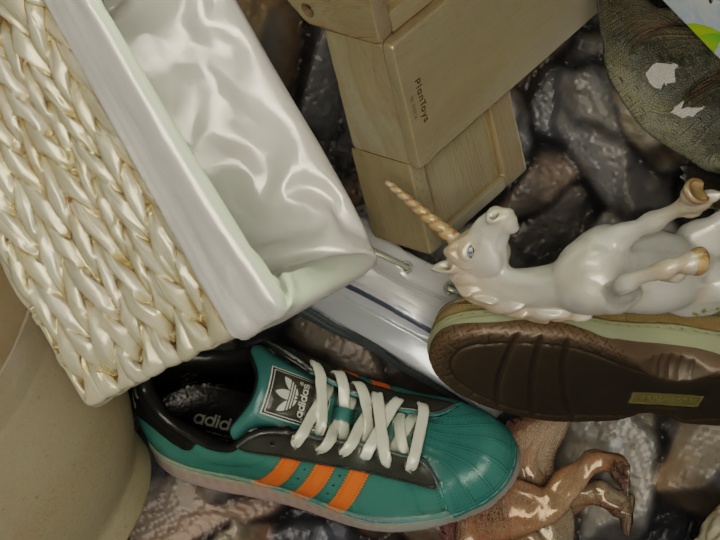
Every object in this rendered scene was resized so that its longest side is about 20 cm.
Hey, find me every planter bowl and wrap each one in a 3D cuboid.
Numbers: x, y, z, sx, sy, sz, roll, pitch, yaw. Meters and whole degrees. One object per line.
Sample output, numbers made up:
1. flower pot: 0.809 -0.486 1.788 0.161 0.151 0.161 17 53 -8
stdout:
1. planter bowl: -0.190 0.092 1.485 0.200 0.200 0.135 -43 121 6

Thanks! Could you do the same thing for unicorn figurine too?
1. unicorn figurine: 0.131 -0.007 1.421 0.199 0.137 0.074 16 63 -33

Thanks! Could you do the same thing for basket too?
1. basket: -0.106 -0.049 1.410 0.123 0.136 0.200 -31 89 25

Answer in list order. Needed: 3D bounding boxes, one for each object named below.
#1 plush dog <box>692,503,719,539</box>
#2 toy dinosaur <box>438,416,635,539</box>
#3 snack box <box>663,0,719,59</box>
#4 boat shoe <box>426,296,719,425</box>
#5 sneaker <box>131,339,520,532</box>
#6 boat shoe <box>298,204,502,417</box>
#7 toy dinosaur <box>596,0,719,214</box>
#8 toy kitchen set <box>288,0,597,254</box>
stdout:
1. plush dog: 0.228 0.187 1.487 0.200 0.160 0.172 -34 88 6
2. toy dinosaur: 0.069 0.144 1.525 0.135 0.086 0.201 5 91 8
3. snack box: 0.176 -0.193 1.378 0.200 0.169 0.068 44 61 -3
4. boat shoe: 0.126 0.031 1.504 0.199 0.076 0.072 9 141 -20
5. sneaker: -0.022 0.080 1.492 0.199 0.080 0.072 5 65 16
6. boat shoe: 0.000 0.000 1.522 0.200 0.074 0.067 32 82 -11
7. toy dinosaur: 0.168 -0.095 1.477 0.200 0.077 0.102 48 68 -23
8. toy kitchen set: 0.005 -0.152 1.505 0.163 0.180 0.201 -40 132 -33
